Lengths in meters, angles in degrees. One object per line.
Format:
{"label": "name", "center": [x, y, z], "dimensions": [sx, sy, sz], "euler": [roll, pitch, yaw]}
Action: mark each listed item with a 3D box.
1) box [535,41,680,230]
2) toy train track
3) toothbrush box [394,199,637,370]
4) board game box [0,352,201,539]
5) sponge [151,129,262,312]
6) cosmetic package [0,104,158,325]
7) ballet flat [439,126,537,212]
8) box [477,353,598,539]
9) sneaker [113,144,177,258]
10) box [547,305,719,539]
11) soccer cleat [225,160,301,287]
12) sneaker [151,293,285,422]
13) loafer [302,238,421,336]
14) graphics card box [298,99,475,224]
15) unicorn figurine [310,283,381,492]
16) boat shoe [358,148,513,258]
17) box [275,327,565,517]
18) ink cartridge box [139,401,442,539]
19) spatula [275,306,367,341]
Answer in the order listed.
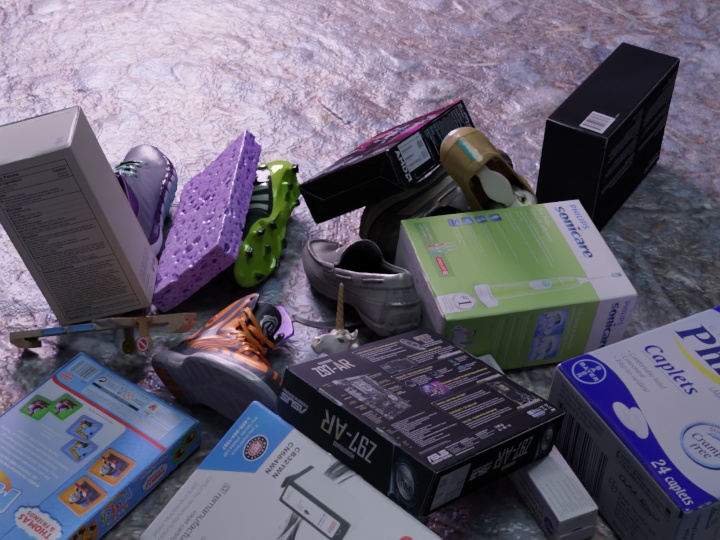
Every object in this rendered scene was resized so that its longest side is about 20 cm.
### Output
{"label": "box", "center": [0.276, -0.146, 1.353], "dimensions": [0.078, 0.142, 0.200], "euler": [22, 44, 26]}
{"label": "toy train track", "center": [-0.245, 0.065, 1.135], "dimensions": [0.198, 0.033, 0.115], "euler": [-6, -5, 23]}
{"label": "toothbrush box", "center": [0.148, 0.016, 1.189], "dimensions": [0.198, 0.087, 0.146], "euler": [-8, 44, -15]}
{"label": "board game box", "center": [-0.260, 0.168, 1.045], "dimensions": [0.150, 0.037, 0.200], "euler": [25, 45, 26]}
{"label": "sponge", "center": [-0.161, -0.055, 1.265], "dimensions": [0.030, 0.111, 0.201], "euler": [39, 33, -25]}
{"label": "cosmetic package", "center": [-0.280, -0.049, 1.160], "dimensions": [0.103, 0.201, 0.073], "euler": [-11, 39, 8]}
{"label": "ballet flat", "center": [0.143, -0.077, 1.251], "dimensions": [0.069, 0.200, 0.063], "euler": [-46, 51, 6]}
{"label": "box", "center": [0.142, 0.156, 1.070], "dimensions": [0.041, 0.039, 0.200], "euler": [-16, 43, -17]}
{"label": "sneaker", "center": [-0.248, -0.093, 1.303], "dimensions": [0.074, 0.088, 0.201], "euler": [-19, 40, 9]}
{"label": "box", "center": [0.292, 0.143, 1.041], "dimensions": [0.198, 0.106, 0.184], "euler": [-17, 44, -21]}
{"label": "soccer cleat", "center": [-0.119, -0.049, 1.294], "dimensions": [0.080, 0.068, 0.201], "euler": [-5, 36, 20]}
{"label": "sneaker", "center": [-0.104, 0.069, 1.076], "dimensions": [0.112, 0.078, 0.199], "euler": [-41, 27, -25]}
{"label": "loafer", "center": [0.000, 0.000, 1.201], "dimensions": [0.069, 0.070, 0.200], "euler": [-10, 24, -29]}
{"label": "graphics card box", "center": [0.033, -0.120, 1.309], "dimensions": [0.125, 0.051, 0.200], "euler": [-18, 14, 35]}
{"label": "unicorn figurine", "center": [-0.029, 0.130, 1.082], "dimensions": [0.136, 0.074, 0.201], "euler": [-21, 61, -26]}
{"label": "boat shoe", "center": [0.093, -0.066, 1.317], "dimensions": [0.199, 0.075, 0.073], "euler": [-29, 58, -20]}
{"label": "box", "center": [0.052, 0.117, 0.993], "dimensions": [0.160, 0.044, 0.199], "euler": [30, 25, 30]}
{"label": "ink cartridge box", "center": [-0.045, 0.219, 0.921], "dimensions": [0.199, 0.085, 0.146], "euler": [31, 71, 31]}
{"label": "spatula", "center": [-0.033, 0.051, 1.200], "dimensions": [0.198, 0.021, 0.057], "euler": [-7, 34, -17]}
